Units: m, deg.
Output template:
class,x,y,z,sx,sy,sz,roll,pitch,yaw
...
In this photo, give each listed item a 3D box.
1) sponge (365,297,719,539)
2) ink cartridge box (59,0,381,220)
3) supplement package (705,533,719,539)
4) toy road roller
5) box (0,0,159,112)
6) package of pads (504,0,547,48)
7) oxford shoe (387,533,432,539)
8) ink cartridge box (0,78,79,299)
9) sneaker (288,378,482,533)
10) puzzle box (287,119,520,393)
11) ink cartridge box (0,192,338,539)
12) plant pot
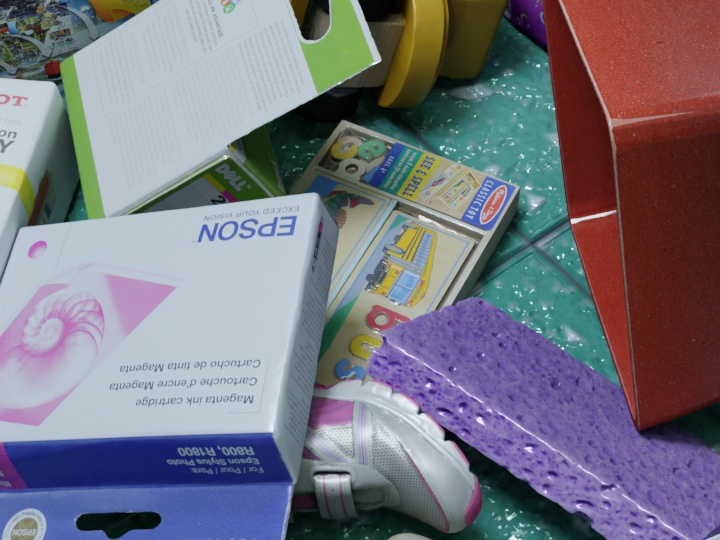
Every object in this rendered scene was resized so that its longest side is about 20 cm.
class,x,y,z,sx,sy,sz,roll,pitch,yaw
sponge,0.111,0.084,0.727,0.200,0.030,0.111,33,26,24
ink cartridge box,-0.077,-0.109,0.832,0.199,0.076,0.148,-28,53,13
supplement package,0.213,0.221,0.600,0.117,0.117,0.201,-19,56,-13
toy road roller,0.013,-0.199,0.926,0.145,0.123,0.201,-2,50,-21
box,-0.184,-0.170,0.892,0.199,0.137,0.038,-17,54,-12
package of pads,0.147,-0.234,0.895,0.075,0.200,0.121,-32,55,-17
oxford shoe,0.080,0.170,0.643,0.071,0.074,0.200,-13,29,-41
ink cartridge box,-0.270,-0.023,0.815,0.144,0.084,0.201,6,53,6
sneaker,-0.031,0.104,0.722,0.199,0.082,0.088,17,56,25
puzzle box,0.000,0.000,0.829,0.132,0.025,0.200,22,56,16
ink cartridge box,-0.119,0.057,0.709,0.195,0.043,0.201,-6,53,21
plant pot,0.207,-0.064,0.725,0.175,0.201,0.200,-10,38,4
